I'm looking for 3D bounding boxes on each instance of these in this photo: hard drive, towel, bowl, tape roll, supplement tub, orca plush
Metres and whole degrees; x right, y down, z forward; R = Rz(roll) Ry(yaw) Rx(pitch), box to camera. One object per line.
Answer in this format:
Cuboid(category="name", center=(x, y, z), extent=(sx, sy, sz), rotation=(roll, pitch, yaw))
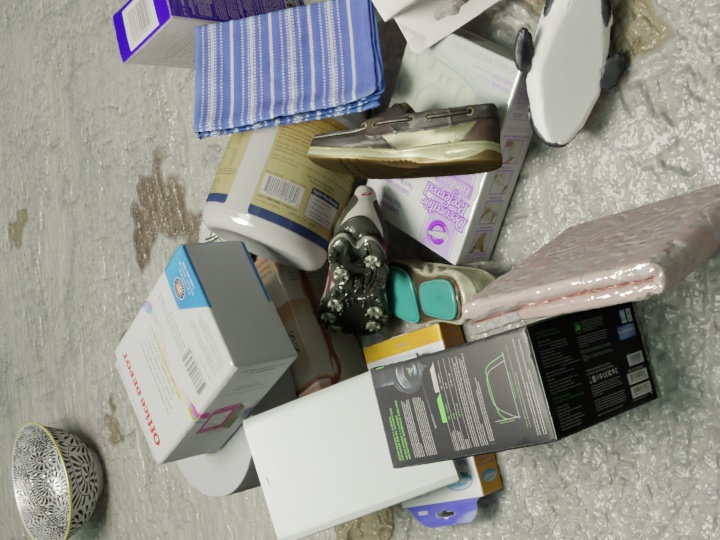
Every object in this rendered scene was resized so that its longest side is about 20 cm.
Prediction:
Cuboid(category="hard drive", center=(-0.011, 0.183, 0.976), extent=(0.197, 0.026, 0.134), rotation=(-22, 79, 9))
Cuboid(category="towel", center=(-0.075, -0.210, 0.960), extent=(0.195, 0.024, 0.148), rotation=(-9, 61, 8))
Cuboid(category="bowl", center=(-0.479, 0.339, 1.547), extent=(0.198, 0.093, 0.206), rotation=(6, 99, 44))
Cuboid(category="tape roll", center=(-0.157, 0.155, 1.105), extent=(0.198, 0.065, 0.205), rotation=(10, 103, 47))
Cuboid(category="supplement tub", center=(-0.072, -0.117, 1.018), extent=(0.143, 0.144, 0.204), rotation=(13, 79, 43))
Cuboid(category="towel", center=(0.201, -0.011, 0.756), extent=(0.189, 0.199, 0.033), rotation=(-17, 100, 46))
Cuboid(category="orca plush", center=(0.173, -0.216, 0.848), extent=(0.071, 0.103, 0.205), rotation=(-140, 40, -74))

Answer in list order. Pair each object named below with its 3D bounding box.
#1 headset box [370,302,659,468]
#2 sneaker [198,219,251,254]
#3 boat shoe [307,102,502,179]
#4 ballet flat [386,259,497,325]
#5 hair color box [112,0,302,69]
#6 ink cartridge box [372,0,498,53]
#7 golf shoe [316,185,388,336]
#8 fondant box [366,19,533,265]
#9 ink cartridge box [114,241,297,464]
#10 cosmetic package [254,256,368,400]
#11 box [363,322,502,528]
Cuboid(category="headset box", center=(0.131, 0.103, 0.853), extent=(0.198, 0.172, 0.095), rotation=(-22, 80, 45))
Cuboid(category="sneaker", center=(-0.141, -0.066, 1.175), extent=(0.087, 0.075, 0.204), rotation=(33, 117, 38))
Cuboid(category="boat shoe", center=(0.042, -0.125, 0.905), extent=(0.196, 0.073, 0.066), rotation=(3, 81, 24))
Cuboid(category="ballet flat", center=(0.080, 0.023, 0.970), extent=(0.199, 0.061, 0.069), rotation=(-166, 65, -67))
Cuboid(category="hair color box", center=(-0.168, -0.281, 1.090), extent=(0.108, 0.198, 0.066), rotation=(-24, 76, 43))
Cuboid(category="ink cartridge box", center=(0.042, -0.308, 0.857), extent=(0.115, 0.068, 0.202), rotation=(-29, 100, 16))
Cuboid(category="golf shoe", center=(0.000, 0.000, 1.009), extent=(0.201, 0.075, 0.090), rotation=(103, 176, -56))
Cuboid(category="fondant box", center=(0.091, -0.129, 0.949), extent=(0.143, 0.058, 0.204), rotation=(34, 118, 37))
Cuboid(category="ink cartridge box", center=(-0.169, 0.088, 0.999), extent=(0.200, 0.084, 0.146), rotation=(-48, 60, 38))
Cuboid(category="cosmetic package", center=(-0.068, 0.085, 1.110), extent=(0.103, 0.086, 0.203), rotation=(-37, 69, 41))
Cuboid(category="box", center=(0.077, 0.165, 1.010), extent=(0.118, 0.041, 0.204), rotation=(-21, 82, 44))
